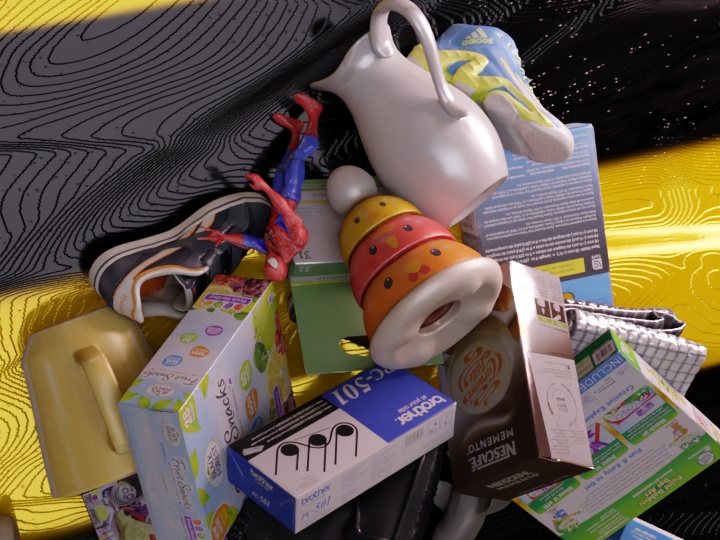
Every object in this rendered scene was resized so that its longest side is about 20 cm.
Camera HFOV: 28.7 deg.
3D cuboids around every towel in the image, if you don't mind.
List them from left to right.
[{"bbox_3d":[0.244,0.119,1.481,0.165,0.086,0.200,11,122,-16],"label":"towel"}]

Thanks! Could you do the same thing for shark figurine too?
[{"bbox_3d":[0.109,0.212,1.482,0.128,0.089,0.215,-15,101,-15],"label":"shark figurine"}]

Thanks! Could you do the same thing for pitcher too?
[{"bbox_3d":[0.059,-0.153,1.358,0.121,0.172,0.200,-36,83,-30],"label":"pitcher"}]

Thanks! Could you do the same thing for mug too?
[{"bbox_3d":[-0.238,0.114,1.335,0.149,0.186,0.154,-23,93,-47],"label":"mug"}]

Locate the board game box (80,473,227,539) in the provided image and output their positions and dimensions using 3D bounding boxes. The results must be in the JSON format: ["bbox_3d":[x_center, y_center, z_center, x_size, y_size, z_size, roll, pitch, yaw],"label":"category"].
[{"bbox_3d":[-0.194,0.279,1.411,0.120,0.032,0.201,-24,115,-16],"label":"board game box"}]

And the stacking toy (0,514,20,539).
[{"bbox_3d":[-0.426,0.296,1.346,0.199,0.085,0.086,-11,99,-11],"label":"stacking toy"}]

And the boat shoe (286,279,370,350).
[{"bbox_3d":[0.026,0.056,1.434,0.202,0.075,0.075,3,53,-16],"label":"boat shoe"}]

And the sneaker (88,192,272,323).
[{"bbox_3d":[-0.157,-0.006,1.364,0.200,0.079,0.079,-27,142,-26],"label":"sneaker"}]

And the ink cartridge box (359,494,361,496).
[{"bbox_3d":[-0.001,0.318,1.430,0.085,0.148,0.201,-21,99,-13],"label":"ink cartridge box"}]

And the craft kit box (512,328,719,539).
[{"bbox_3d":[0.242,0.181,1.446,0.200,0.049,0.197,-39,118,18],"label":"craft kit box"}]

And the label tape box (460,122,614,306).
[{"bbox_3d":[0.182,-0.046,1.485,0.144,0.063,0.201,-10,99,-14],"label":"label tape box"}]

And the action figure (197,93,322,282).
[{"bbox_3d":[-0.094,-0.083,1.352,0.099,0.065,0.201,18,56,-26],"label":"action figure"}]

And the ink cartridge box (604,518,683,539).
[{"bbox_3d":[0.289,0.378,1.558,0.116,0.067,0.201,27,88,-16],"label":"ink cartridge box"}]

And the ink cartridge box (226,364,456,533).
[{"bbox_3d":[-0.015,0.154,1.275,0.200,0.094,0.044,-26,132,-37],"label":"ink cartridge box"}]

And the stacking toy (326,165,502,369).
[{"bbox_3d":[0.025,-0.020,1.330,0.146,0.146,0.200,-33,66,-10],"label":"stacking toy"}]

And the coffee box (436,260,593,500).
[{"bbox_3d":[0.143,0.108,1.360,0.080,0.114,0.201,17,55,-40],"label":"coffee box"}]

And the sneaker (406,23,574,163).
[{"bbox_3d":[0.147,-0.192,1.421,0.200,0.076,0.105,33,67,16],"label":"sneaker"}]

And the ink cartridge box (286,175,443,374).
[{"bbox_3d":[0.000,0.000,1.390,0.145,0.048,0.201,-4,56,-14],"label":"ink cartridge box"}]

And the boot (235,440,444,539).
[{"bbox_3d":[-0.018,0.218,1.316,0.162,0.073,0.199,12,56,14],"label":"boot"}]

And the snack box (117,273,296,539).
[{"bbox_3d":[-0.133,0.129,1.292,0.067,0.200,0.169,7,127,22],"label":"snack box"}]
